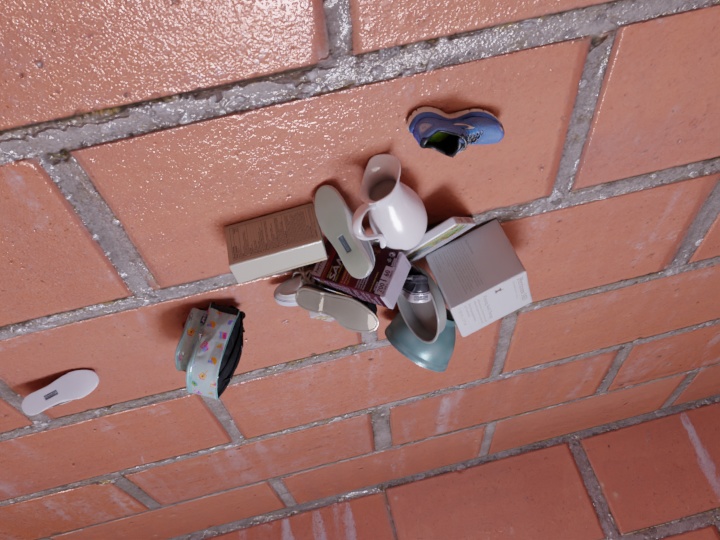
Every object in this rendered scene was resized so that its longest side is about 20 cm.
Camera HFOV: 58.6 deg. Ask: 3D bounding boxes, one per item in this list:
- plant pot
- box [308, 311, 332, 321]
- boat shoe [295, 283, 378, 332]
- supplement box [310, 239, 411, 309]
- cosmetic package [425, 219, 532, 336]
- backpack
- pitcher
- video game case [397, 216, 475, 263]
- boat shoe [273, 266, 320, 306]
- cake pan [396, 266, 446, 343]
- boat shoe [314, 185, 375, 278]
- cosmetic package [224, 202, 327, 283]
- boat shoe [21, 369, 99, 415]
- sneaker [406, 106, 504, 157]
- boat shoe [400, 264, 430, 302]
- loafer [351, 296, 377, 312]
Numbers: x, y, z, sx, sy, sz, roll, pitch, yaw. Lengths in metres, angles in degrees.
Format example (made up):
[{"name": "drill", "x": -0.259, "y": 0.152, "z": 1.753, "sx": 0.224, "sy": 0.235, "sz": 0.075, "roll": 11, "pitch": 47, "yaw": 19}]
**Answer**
[{"name": "plant pot", "x": 0.180, "y": 0.158, "z": 1.741, "sx": 0.197, "sy": 0.200, "sz": 0.136, "roll": 17, "pitch": 108, "yaw": -40}, {"name": "box", "x": -0.086, "y": 0.098, "z": 1.583, "sx": 0.040, "sy": 0.040, "sz": 0.200, "roll": -15, "pitch": 170, "yaw": 8}, {"name": "boat shoe", "x": -0.046, "y": 0.076, "z": 1.427, "sx": 0.195, "sy": 0.063, "sz": 0.074, "roll": 20, "pitch": 112, "yaw": 8}, {"name": "supplement box", "x": 0.000, "y": 0.000, "z": 1.393, "sx": 0.196, "sy": 0.111, "sz": 0.061, "roll": 14, "pitch": 160, "yaw": 32}, {"name": "cosmetic package", "x": 0.289, "y": 0.021, "z": 1.566, "sx": 0.197, "sy": 0.169, "sz": 0.168, "roll": -27, "pitch": 146, "yaw": 6}, {"name": "backpack", "x": -0.363, "y": 0.199, "z": 1.539, "sx": 0.149, "sy": 0.204, "sz": 0.177, "roll": 9, "pitch": 145, "yaw": -7}, {"name": "pitcher", "x": 0.054, "y": -0.108, "z": 1.308, "sx": 0.119, "sy": 0.174, "sz": 0.201, "roll": 21, "pitch": 161, "yaw": 32}, {"name": "video game case", "x": 0.157, "y": -0.064, "z": 1.467, "sx": 0.198, "sy": 0.023, "sz": 0.181, "roll": -32, "pitch": 171, "yaw": 22}, {"name": "boat shoe", "x": -0.115, "y": 0.022, "z": 1.495, "sx": 0.197, "sy": 0.076, "sz": 0.087, "roll": -13, "pitch": 145, "yaw": 4}, {"name": "cake pan", "x": 0.149, "y": 0.080, "z": 1.595, "sx": 0.036, "sy": 0.202, "sz": 0.202, "roll": -21, "pitch": 151, "yaw": -23}, {"name": "boat shoe", "x": -0.030, "y": -0.081, "z": 1.321, "sx": 0.069, "sy": 0.204, "sz": 0.071, "roll": -25, "pitch": -177, "yaw": 22}, {"name": "cosmetic package", "x": -0.176, "y": -0.057, "z": 1.334, "sx": 0.195, "sy": 0.106, "sz": 0.074, "roll": -15, "pitch": 148, "yaw": 1}, {"name": "boat shoe", "x": -0.771, "y": 0.313, "z": 1.663, "sx": 0.196, "sy": 0.073, "sz": 0.068, "roll": -27, "pitch": -178, "yaw": -8}, {"name": "sneaker", "x": 0.186, "y": -0.251, "z": 1.215, "sx": 0.195, "sy": 0.091, "sz": 0.079, "roll": -4, "pitch": 147, "yaw": -18}, {"name": "boat shoe", "x": 0.111, "y": 0.020, "z": 1.454, "sx": 0.070, "sy": 0.070, "sz": 0.200, "roll": -4, "pitch": -171, "yaw": -8}, {"name": "loafer", "x": 0.012, "y": 0.037, "z": 1.496, "sx": 0.071, "sy": 0.204, "sz": 0.073, "roll": 9, "pitch": 156, "yaw": 28}]
